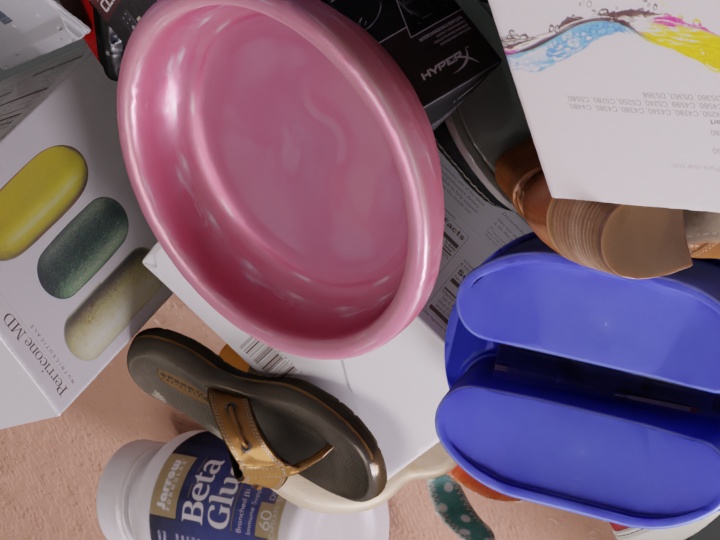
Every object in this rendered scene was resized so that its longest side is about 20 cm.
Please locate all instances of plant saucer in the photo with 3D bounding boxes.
[{"bbox_3d":[-0.033,-0.055,1.100,0.200,0.051,0.202,23,129,32],"label":"plant saucer"}]

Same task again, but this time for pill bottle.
[{"bbox_3d":[-0.088,0.172,1.567,0.199,0.111,0.112,6,131,38],"label":"pill bottle"}]

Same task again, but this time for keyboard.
[{"bbox_3d":[-0.215,-0.154,1.379,0.056,0.011,0.200,44,164,-16],"label":"keyboard"}]

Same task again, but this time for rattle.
[{"bbox_3d":[0.006,0.110,1.461,0.199,0.131,0.143,19,158,-14],"label":"rattle"}]

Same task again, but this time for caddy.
[{"bbox_3d":[0.133,0.055,1.171,0.199,0.105,0.142,13,98,18],"label":"caddy"}]

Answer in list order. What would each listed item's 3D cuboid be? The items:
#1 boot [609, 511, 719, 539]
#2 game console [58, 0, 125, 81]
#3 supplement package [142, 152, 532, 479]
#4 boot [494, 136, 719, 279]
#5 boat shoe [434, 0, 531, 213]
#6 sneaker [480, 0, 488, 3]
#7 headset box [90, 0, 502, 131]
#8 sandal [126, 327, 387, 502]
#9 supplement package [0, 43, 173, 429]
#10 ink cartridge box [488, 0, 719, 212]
[{"bbox_3d":[0.172,0.068,1.268,0.144,0.072,0.200,42,135,1],"label":"boot"},{"bbox_3d":[-0.112,-0.218,1.278,0.173,0.118,0.201,54,156,40],"label":"game console"},{"bbox_3d":[0.000,0.000,1.316,0.200,0.111,0.156,44,143,-3],"label":"supplement package"},{"bbox_3d":[0.176,-0.041,1.132,0.155,0.199,0.077,-139,39,-67],"label":"boot"},{"bbox_3d":[0.040,-0.118,1.200,0.060,0.075,0.201,-16,103,52],"label":"boat shoe"},{"bbox_3d":[0.074,-0.153,1.118,0.075,0.085,0.200,-21,112,50],"label":"sneaker"},{"bbox_3d":[-0.045,-0.134,1.156,0.200,0.077,0.149,52,139,7],"label":"headset box"},{"bbox_3d":[-0.070,0.094,1.336,0.199,0.055,0.082,25,145,26],"label":"sandal"},{"bbox_3d":[-0.213,-0.018,1.414,0.150,0.200,0.152,-14,118,48],"label":"supplement package"},{"bbox_3d":[0.152,-0.147,1.003,0.145,0.147,0.201,6,130,37],"label":"ink cartridge box"}]
